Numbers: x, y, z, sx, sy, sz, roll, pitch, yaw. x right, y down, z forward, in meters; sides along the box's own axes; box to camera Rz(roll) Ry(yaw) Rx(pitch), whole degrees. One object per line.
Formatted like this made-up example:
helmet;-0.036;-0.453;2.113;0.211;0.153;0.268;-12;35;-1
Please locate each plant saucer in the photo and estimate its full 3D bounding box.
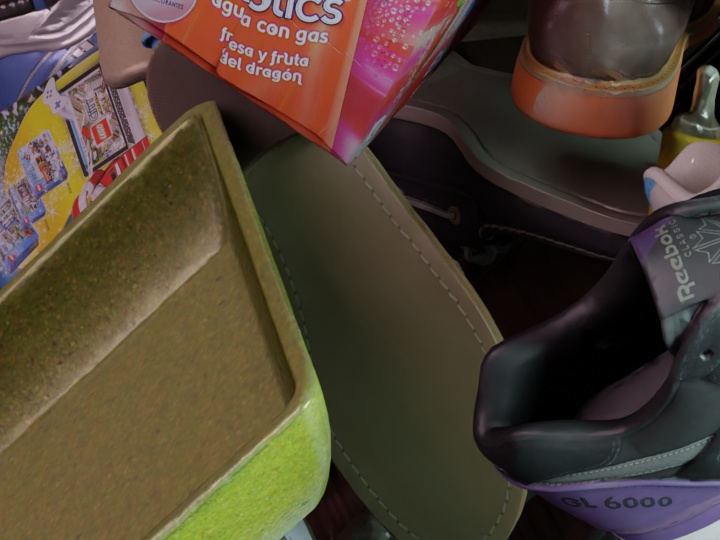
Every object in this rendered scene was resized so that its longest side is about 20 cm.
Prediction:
plant saucer;-0.088;0.064;0.691;0.200;0.048;0.200;-42;29;11

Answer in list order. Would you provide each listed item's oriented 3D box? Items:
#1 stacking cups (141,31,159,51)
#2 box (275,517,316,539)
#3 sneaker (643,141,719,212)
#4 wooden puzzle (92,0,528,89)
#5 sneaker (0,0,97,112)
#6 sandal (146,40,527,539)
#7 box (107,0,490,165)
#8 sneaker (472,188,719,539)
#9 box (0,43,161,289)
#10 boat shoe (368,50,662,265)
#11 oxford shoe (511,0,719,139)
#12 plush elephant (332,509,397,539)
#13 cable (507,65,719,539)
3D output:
stacking cups;-0.057;-0.075;0.836;0.060;0.060;0.201;-15;87;34
box;-0.089;0.148;0.677;0.200;0.032;0.121;-48;29;7
sneaker;0.162;-0.039;0.621;0.200;0.076;0.081;-37;87;40
wooden puzzle;-0.018;-0.158;0.928;0.199;0.037;0.186;-10;55;-2
sneaker;-0.081;-0.104;0.992;0.199;0.076;0.077;-11;100;27
sandal;0.005;-0.003;0.781;0.077;0.070;0.212;-30;93;24
box;0.005;-0.125;0.750;0.095;0.200;0.100;33;114;2
sneaker;0.115;0.006;0.545;0.200;0.087;0.076;-38;50;26
box;-0.101;0.012;0.925;0.136;0.038;0.201;-31;67;26
boat shoe;0.051;-0.037;0.858;0.200;0.072;0.063;27;130;39
oxford shoe;0.097;-0.117;0.782;0.071;0.073;0.200;8;29;5
plush elephant;-0.017;0.175;0.725;0.165;0.155;0.200;-56;45;4
cable;0.117;0.034;0.770;0.097;0.050;0.201;28;108;6
